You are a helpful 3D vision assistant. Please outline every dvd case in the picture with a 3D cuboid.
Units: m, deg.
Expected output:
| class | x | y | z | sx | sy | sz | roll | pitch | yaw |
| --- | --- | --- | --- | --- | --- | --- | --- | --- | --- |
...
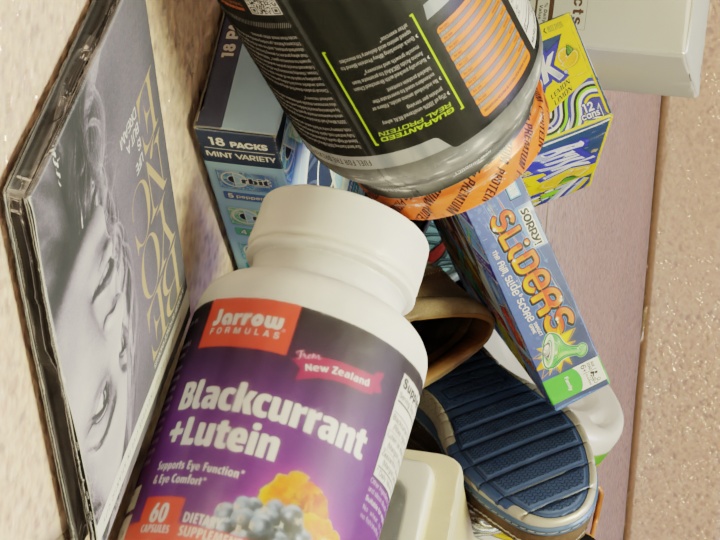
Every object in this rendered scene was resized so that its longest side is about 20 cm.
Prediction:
| class | x | y | z | sx | sy | sz | roll | pitch | yaw |
| --- | --- | --- | --- | --- | --- | --- | --- | --- | --- |
| dvd case | -0.104 | -0.004 | 1.083 | 0.149 | 0.016 | 0.201 | -73 | 164 | -45 |

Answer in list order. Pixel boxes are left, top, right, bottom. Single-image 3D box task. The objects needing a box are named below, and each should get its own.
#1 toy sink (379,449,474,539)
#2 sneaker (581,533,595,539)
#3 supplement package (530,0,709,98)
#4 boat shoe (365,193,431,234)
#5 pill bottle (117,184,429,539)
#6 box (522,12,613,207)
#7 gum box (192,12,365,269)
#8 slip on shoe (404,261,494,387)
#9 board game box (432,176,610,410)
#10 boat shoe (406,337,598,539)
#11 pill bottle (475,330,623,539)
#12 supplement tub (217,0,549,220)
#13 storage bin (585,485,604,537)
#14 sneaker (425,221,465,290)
| class | x | y | z | sx | sy | sz | roll | pitch | yaw |
| --- | --- | --- | --- | --- | --- | --- | --- | --- | --- |
| toy sink | -0.015 | 0.153 | 1.321 | 0.200 | 0.130 | 0.112 | 74 | 25 | -60 |
| sneaker | 0.067 | 0.145 | 1.634 | 0.070 | 0.200 | 0.090 | -4 | 95 | -41 |
| supplement package | 0.105 | -0.179 | 1.551 | 0.121 | 0.199 | 0.120 | 41 | 57 | -77 |
| boat shoe | 0.000 | -0.002 | 1.477 | 0.202 | 0.060 | 0.072 | -69 | 163 | -51 |
| pill bottle | -0.034 | 0.068 | 1.186 | 0.112 | 0.111 | 0.201 | 72 | 32 | -63 |
| box | 0.095 | -0.083 | 1.494 | 0.200 | 0.070 | 0.065 | 83 | -14 | -81 |
| gum box | -0.030 | -0.087 | 1.328 | 0.200 | 0.044 | 0.171 | 76 | 24 | -59 |
| slip on shoe | 0.003 | 0.043 | 1.333 | 0.200 | 0.060 | 0.076 | -22 | 134 | -61 |
| board game box | 0.067 | -0.023 | 1.406 | 0.136 | 0.034 | 0.200 | 65 | -3 | -23 |
| boat shoe | 0.070 | 0.098 | 1.387 | 0.200 | 0.072 | 0.073 | -129 | -153 | -56 |
| pill bottle | 0.053 | 0.130 | 1.528 | 0.200 | 0.111 | 0.111 | -54 | -179 | 23 |
| supplement tub | 0.005 | -0.123 | 1.159 | 0.200 | 0.122 | 0.123 | 59 | 34 | -40 |
| storage bin | 0.095 | 0.185 | 1.889 | 0.135 | 0.145 | 0.201 | 98 | 6 | -50 |
| sneaker | 0.045 | 0.020 | 1.624 | 0.200 | 0.095 | 0.080 | -60 | 154 | -63 |
